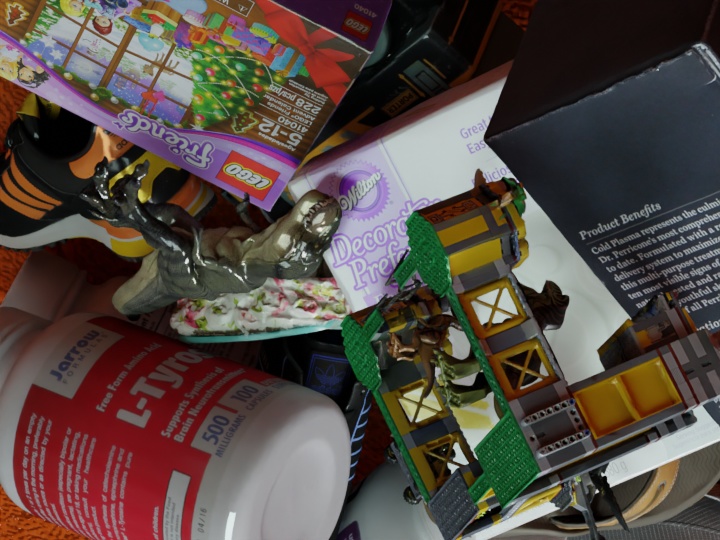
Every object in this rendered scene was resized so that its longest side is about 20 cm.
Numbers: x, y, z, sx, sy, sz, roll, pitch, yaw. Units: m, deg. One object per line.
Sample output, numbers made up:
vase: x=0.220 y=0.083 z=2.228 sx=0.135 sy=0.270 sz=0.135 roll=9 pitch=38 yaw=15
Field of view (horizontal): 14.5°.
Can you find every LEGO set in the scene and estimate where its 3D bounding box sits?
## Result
LEGO set: x=0.082 y=0.034 z=1.245 sx=0.154 sy=0.116 sz=0.200 roll=61 pitch=159 yaw=20

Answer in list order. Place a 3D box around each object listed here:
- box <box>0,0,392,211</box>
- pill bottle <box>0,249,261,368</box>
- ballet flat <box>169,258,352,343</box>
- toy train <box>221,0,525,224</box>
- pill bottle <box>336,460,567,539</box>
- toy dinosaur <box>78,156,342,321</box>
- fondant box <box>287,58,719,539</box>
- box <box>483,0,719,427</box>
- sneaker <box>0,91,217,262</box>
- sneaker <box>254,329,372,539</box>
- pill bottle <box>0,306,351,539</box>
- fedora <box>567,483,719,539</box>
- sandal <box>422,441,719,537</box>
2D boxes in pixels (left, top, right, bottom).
box: x=-0.101 y=-0.120 z=1.332 sx=0.200 sy=0.039 sz=0.137 roll=27 pitch=141 yaw=-7
pill bottle: x=-0.116 y=0.073 z=1.592 sx=0.200 sy=0.113 sz=0.113 roll=27 pitch=134 yaw=-4
ballet flat: x=0.000 y=0.000 z=1.433 sx=0.200 sy=0.076 sz=0.064 roll=-3 pitch=101 yaw=11
toy train: x=-0.007 y=-0.089 z=1.423 sx=0.114 sy=0.085 sz=0.200 roll=40 pitch=132 yaw=-15
pill bottle: x=0.027 y=0.166 z=1.568 sx=0.112 sy=0.112 sz=0.200 roll=35 pitch=136 yaw=-12
toy dinosaur: x=-0.092 y=-0.015 z=1.369 sx=0.088 sy=0.047 sz=0.200 roll=45 pitch=148 yaw=-19
fondant box: x=0.076 y=0.010 z=1.350 sx=0.144 sy=0.058 sz=0.200 roll=-25 pitch=98 yaw=18
box: x=0.179 y=-0.070 z=1.288 sx=0.124 sy=0.200 sz=0.197 roll=-21 pitch=120 yaw=35
sneaker: x=-0.157 y=-0.062 z=1.489 sx=0.200 sy=0.070 sz=0.090 roll=8 pitch=136 yaw=52
sneaker: x=-0.031 y=0.080 z=1.506 sx=0.070 sy=0.200 sz=0.078 roll=9 pitch=171 yaw=-11
pill bottle: x=-0.114 y=0.087 z=1.456 sx=0.200 sy=0.112 sz=0.112 roll=19 pitch=137 yaw=26
fedora: x=0.157 y=0.191 z=1.593 sx=0.200 sy=0.090 sz=0.177 roll=6 pitch=142 yaw=11
sandal: x=0.124 y=0.098 z=1.481 sx=0.055 sy=0.200 sz=0.082 roll=-2 pitch=92 yaw=57
